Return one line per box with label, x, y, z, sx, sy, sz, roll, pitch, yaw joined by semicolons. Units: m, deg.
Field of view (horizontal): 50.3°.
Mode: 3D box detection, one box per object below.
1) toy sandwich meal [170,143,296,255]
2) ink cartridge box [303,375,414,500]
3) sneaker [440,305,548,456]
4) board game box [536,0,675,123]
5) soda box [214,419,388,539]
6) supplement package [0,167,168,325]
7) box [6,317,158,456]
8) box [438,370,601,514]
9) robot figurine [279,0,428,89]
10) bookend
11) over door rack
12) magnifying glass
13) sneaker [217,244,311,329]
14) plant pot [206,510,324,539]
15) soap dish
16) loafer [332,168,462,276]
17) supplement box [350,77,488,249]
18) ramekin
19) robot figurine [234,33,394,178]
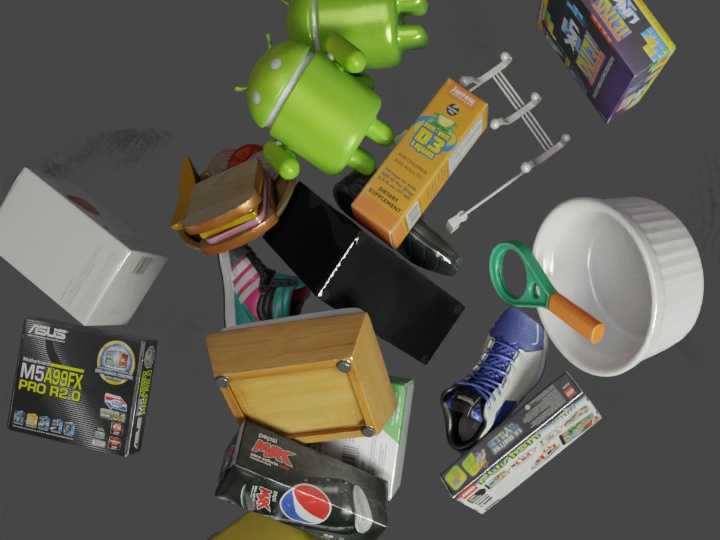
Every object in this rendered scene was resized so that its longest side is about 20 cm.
toy sandwich meal;-0.174;-0.106;1.007;0.200;0.071;0.209;-15;47;16
ink cartridge box;-0.038;0.201;1.005;0.195;0.083;0.151;9;89;12
sneaker;0.161;0.144;0.945;0.079;0.115;0.203;25;92;28
board game box;0.279;-0.279;0.906;0.056;0.200;0.168;-32;81;6
soda box;-0.065;0.254;0.894;0.197;0.071;0.064;26;123;-14
supplement package;-0.394;-0.031;1.069;0.198;0.121;0.121;36;94;10
box;-0.398;0.164;1.100;0.195;0.044;0.165;10;90;11
box;0.199;0.215;0.943;0.199;0.110;0.035;-40;52;6
robot figurine;-0.010;-0.324;1.008;0.195;0.116;0.180;-1;99;11
bookend;0.000;0.000;0.991;0.093;0.197;0.200;-54;35;4
over door rack;0.152;-0.167;0.994;0.198;0.067;0.149;-36;80;7
magnifying glass;0.218;0.028;0.927;0.022;0.200;0.081;-11;120;-26
sneaker;-0.126;0.011;1.034;0.118;0.084;0.205;-9;78;4
plant pot;-0.090;0.391;0.960;0.193;0.195;0.202;-35;75;7
soap dish;-0.068;0.131;0.895;0.195;0.082;0.160;-8;127;12
loafer;0.058;-0.072;1.006;0.199;0.073;0.073;38;70;9
supplement box;0.073;-0.130;0.928;0.066;0.069;0.201;34;80;16
ramekin;0.297;0.011;0.892;0.096;0.200;0.206;-11;84;-25
robot figurine;-0.054;-0.200;0.951;0.198;0.116;0.177;33;103;-9
